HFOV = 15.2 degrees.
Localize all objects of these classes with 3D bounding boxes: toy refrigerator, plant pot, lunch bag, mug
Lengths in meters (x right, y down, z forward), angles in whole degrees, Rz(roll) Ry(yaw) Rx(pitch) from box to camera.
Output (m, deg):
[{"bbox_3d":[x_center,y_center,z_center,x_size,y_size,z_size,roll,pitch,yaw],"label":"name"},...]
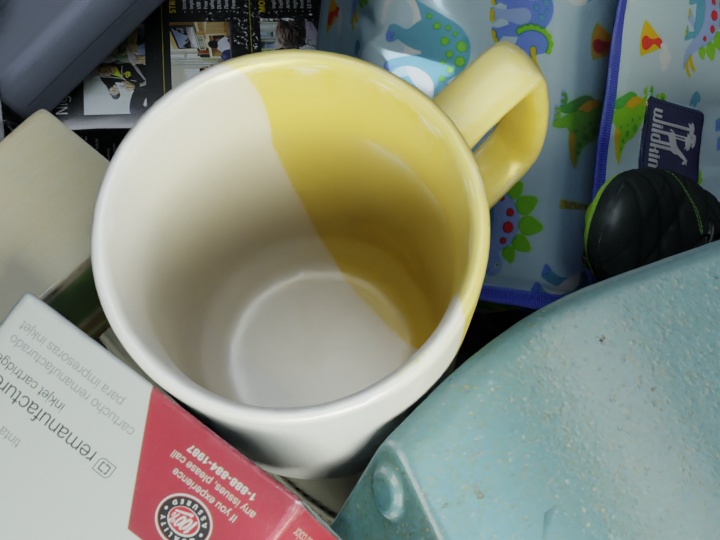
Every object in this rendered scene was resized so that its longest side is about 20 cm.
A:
[{"bbox_3d":[-0.170,0.035,1.059,0.070,0.076,0.200,38,62,15],"label":"toy refrigerator"},{"bbox_3d":[0.094,0.125,1.071,0.199,0.196,0.197,-10,59,-29],"label":"plant pot"},{"bbox_3d":[0.081,-0.063,1.226,0.199,0.127,0.171,8,89,-19],"label":"lunch bag"},{"bbox_3d":[-0.003,0.009,1.071,0.185,0.153,0.150,-12,68,0],"label":"mug"}]

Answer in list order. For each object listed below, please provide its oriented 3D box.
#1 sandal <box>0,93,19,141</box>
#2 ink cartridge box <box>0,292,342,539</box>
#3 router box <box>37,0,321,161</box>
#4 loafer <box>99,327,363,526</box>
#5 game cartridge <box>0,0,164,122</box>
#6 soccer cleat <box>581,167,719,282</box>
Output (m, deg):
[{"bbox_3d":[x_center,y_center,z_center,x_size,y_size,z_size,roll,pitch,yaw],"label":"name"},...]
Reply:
[{"bbox_3d":[-0.142,-0.004,1.205,0.045,0.075,0.201,-13,85,-14],"label":"sandal"},{"bbox_3d":[-0.124,0.136,1.013,0.145,0.083,0.200,35,83,20],"label":"ink cartridge box"},{"bbox_3d":[-0.086,-0.142,1.323,0.148,0.051,0.201,-1,61,-5],"label":"router box"},{"bbox_3d":[-0.047,0.052,1.200,0.200,0.070,0.070,40,57,16],"label":"loafer"},{"bbox_3d":[-0.176,-0.163,1.293,0.133,0.041,0.200,-46,53,5],"label":"game cartridge"},{"bbox_3d":[0.171,0.006,1.184,0.081,0.200,0.068,11,79,42],"label":"soccer cleat"}]
